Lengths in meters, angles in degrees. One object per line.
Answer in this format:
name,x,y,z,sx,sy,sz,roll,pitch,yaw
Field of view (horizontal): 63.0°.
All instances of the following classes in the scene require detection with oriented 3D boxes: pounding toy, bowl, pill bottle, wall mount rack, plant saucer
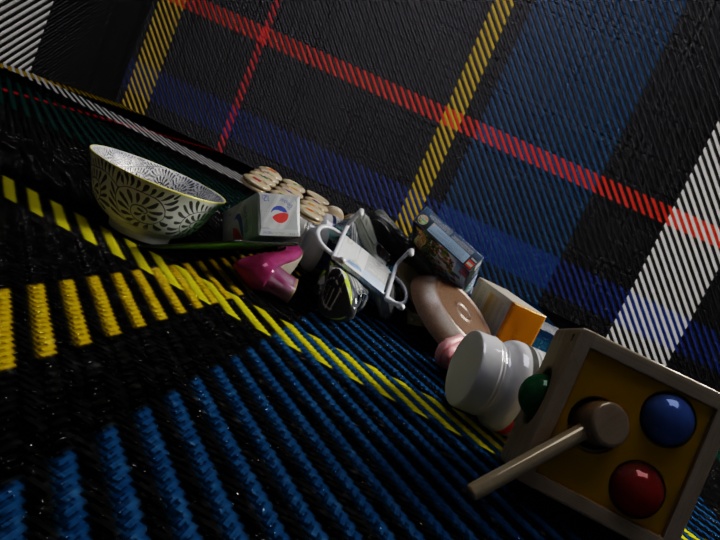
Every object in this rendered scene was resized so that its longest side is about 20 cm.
pounding toy,0.223,0.164,0.572,0.198,0.186,0.142,26,-3,7
bowl,-0.306,-0.097,0.851,0.199,0.095,0.201,25,9,-4
pill bottle,-0.055,-0.042,1.146,0.198,0.121,0.120,22,9,-17
pill bottle,0.212,0.157,0.726,0.198,0.115,0.114,23,9,-10
wall mount rack,0.016,-0.010,0.944,0.199,0.075,0.175,37,36,-13
plant saucer,0.168,0.081,1.018,0.200,0.037,0.202,37,29,-24

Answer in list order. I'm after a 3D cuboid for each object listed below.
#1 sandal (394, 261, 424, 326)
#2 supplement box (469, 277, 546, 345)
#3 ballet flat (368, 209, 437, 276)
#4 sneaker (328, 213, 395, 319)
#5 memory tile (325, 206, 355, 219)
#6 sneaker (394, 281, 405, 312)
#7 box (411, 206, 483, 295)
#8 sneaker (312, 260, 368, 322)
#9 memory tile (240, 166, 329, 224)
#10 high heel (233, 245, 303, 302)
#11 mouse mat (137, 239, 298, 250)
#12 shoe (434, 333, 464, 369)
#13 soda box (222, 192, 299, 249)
sandal,0.115,0.086,1.070,0.212,0.070,0.077,48,31,9
supplement box,0.269,0.105,1.153,0.073,0.127,0.200,21,10,-12
ballet flat,0.088,-0.036,1.114,0.201,0.066,0.057,50,37,-13
sneaker,0.000,0.000,1.059,0.085,0.202,0.078,-18,-15,-13
memory tile,-0.104,-0.087,1.214,0.198,0.153,0.017,18,48,-23
sneaker,0.114,0.069,1.165,0.098,0.070,0.200,10,13,-33
box,0.156,-0.020,1.101,0.136,0.038,0.200,44,-13,17
sneaker,-0.022,0.037,0.938,0.080,0.075,0.200,26,10,-14
memory tile,-0.126,-0.137,1.032,0.152,0.017,0.200,30,13,-7
high heel,-0.146,-0.017,0.920,0.095,0.068,0.201,32,19,-16
mouse mat,-0.197,-0.036,0.846,0.159,0.008,0.200,-2,1,18
shoe,0.195,0.141,0.906,0.091,0.072,0.199,38,19,36
soda box,-0.162,-0.073,0.928,0.067,0.064,0.199,0,-4,-28
